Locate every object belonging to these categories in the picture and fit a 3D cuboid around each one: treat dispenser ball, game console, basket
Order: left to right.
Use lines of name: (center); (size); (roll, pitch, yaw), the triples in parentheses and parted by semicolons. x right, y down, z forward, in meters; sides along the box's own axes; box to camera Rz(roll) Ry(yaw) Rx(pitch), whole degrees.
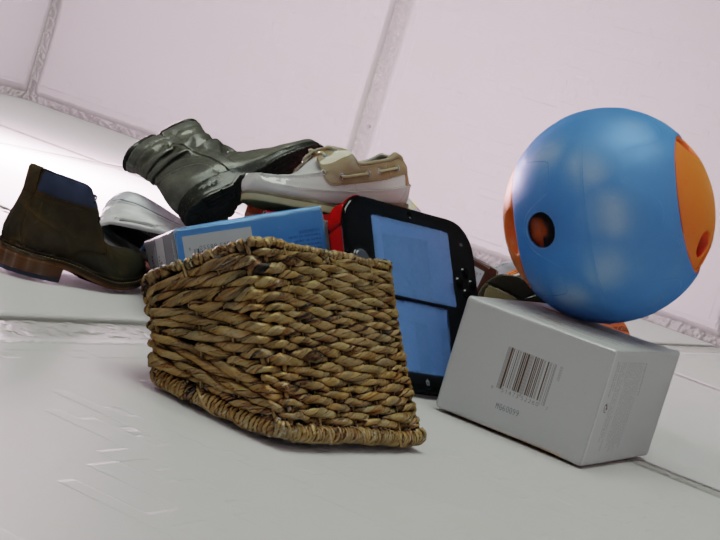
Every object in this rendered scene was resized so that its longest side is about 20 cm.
basket: (-0.064, 0.071, 1.193); (0.141, 0.151, 0.199); (-18, -14, 29)
game console: (0.048, 0.028, 1.509); (0.031, 0.179, 0.199); (-23, -23, 36)
treat dispenser ball: (0.233, -0.052, 1.519); (0.198, 0.203, 0.201); (17, 5, -2)

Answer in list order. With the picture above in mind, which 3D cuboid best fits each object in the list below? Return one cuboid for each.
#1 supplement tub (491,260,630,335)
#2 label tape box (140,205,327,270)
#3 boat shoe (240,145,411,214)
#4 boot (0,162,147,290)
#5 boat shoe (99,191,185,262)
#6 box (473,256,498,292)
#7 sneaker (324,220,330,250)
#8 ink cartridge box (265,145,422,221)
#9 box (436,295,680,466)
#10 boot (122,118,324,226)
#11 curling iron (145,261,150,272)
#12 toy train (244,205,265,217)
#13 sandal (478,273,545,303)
supplement tub: (0.212, 0.068, 1.836); (0.121, 0.124, 0.200); (15, 6, -30)
label tape box: (-0.124, -0.014, 1.539); (0.141, 0.067, 0.200); (-10, -1, -17)
boat shoe: (-0.035, -0.089, 1.590); (0.198, 0.069, 0.074); (3, 1, -42)
boot: (-0.253, -0.039, 1.499); (0.074, 0.098, 0.199); (20, 6, 28)
boat shoe: (-0.184, -0.010, 1.682); (0.198, 0.074, 0.066); (23, 35, 0)
box: (0.078, 0.018, 1.860); (0.099, 0.076, 0.200); (29, -13, -8)
sneaker: (0.000, 0.000, 1.646); (0.115, 0.074, 0.199); (31, -16, -35)
ink cartridge box: (0.008, -0.031, 1.714); (0.200, 0.116, 0.067); (48, 26, 1)
box: (0.186, 0.100, 1.492); (0.151, 0.108, 0.199); (20, 6, 27)
boot: (-0.144, -0.124, 1.720); (0.199, 0.068, 0.131); (-24, 53, -33)
curling iron: (-0.220, -0.009, 1.637); (0.197, 0.050, 0.026); (15, -28, 8)
toy train: (-0.052, -0.044, 1.812); (0.198, 0.056, 0.150); (17, -17, 6)
sandal: (0.201, 0.082, 1.649); (0.201, 0.080, 0.057); (44, -20, 9)
